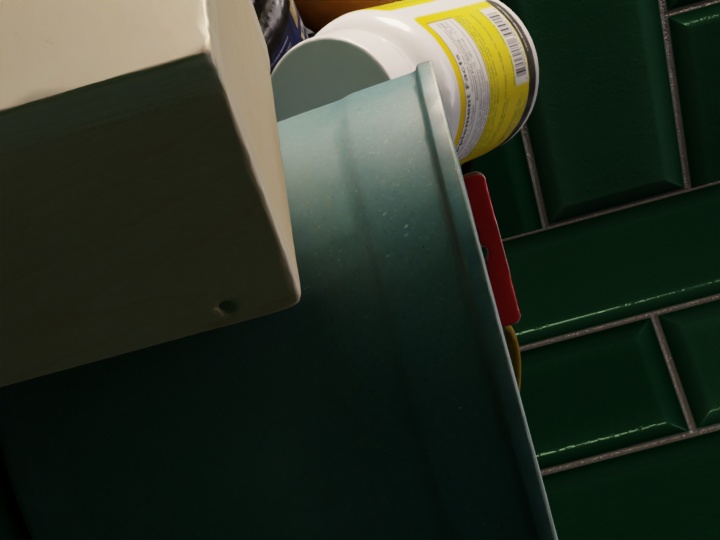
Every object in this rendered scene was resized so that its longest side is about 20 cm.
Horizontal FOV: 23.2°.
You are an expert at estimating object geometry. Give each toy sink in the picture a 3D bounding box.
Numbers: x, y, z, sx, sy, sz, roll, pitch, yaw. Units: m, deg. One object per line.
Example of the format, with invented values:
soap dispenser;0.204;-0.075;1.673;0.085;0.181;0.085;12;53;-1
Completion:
toy sink;-0.101;-0.072;0.601;0.201;0.129;0.113;-102;175;-47

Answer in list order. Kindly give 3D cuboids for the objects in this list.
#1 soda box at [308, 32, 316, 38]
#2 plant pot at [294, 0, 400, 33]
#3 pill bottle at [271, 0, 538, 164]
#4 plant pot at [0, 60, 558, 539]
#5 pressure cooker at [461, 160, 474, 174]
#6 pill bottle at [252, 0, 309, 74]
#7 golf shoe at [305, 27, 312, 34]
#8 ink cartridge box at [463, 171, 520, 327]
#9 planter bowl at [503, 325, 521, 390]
soda box;-0.037;-0.065;1.268;0.071;0.063;0.202;-25;129;-49
plant pot;-0.042;-0.270;1.211;0.183;0.199;0.201;44;22;-33
pill bottle;0.027;-0.113;1.110;0.200;0.114;0.115;-26;103;-59
plant pot;-0.036;0.042;0.676;0.200;0.186;0.202;-15;90;-86
pressure cooker;-0.010;-0.134;1.638;0.179;0.198;0.177;-58;-138;47
pill bottle;-0.091;-0.146;1.099;0.200;0.111;0.113;66;11;-69
golf shoe;-0.076;-0.193;1.307;0.199;0.075;0.092;18;67;-49
ink cartridge box;0.000;0.000;1.197;0.067;0.198;0.117;-86;161;-71
planter bowl;0.031;0.112;1.287;0.200;0.083;0.202;-36;137;-42
